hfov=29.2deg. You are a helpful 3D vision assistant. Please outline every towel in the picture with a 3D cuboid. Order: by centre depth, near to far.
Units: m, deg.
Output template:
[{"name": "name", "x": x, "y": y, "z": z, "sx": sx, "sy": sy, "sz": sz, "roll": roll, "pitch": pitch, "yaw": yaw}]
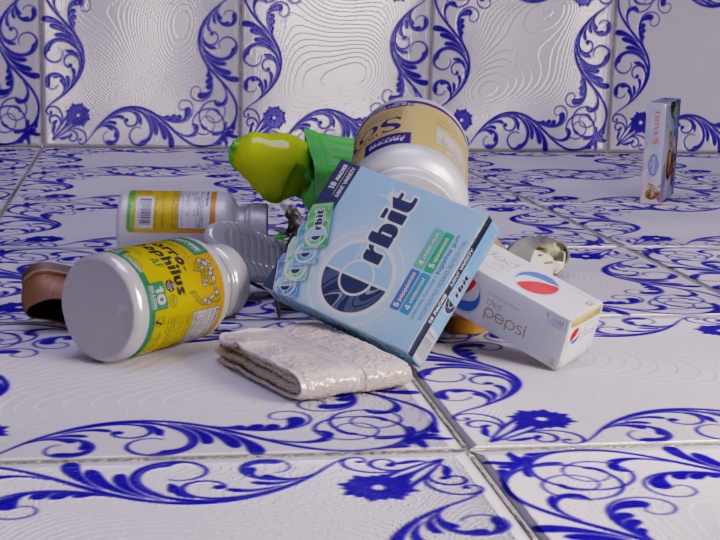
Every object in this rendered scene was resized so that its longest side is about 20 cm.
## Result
[{"name": "towel", "x": -0.052, "y": 0.086, "z": 1.374, "sx": 0.132, "sy": 0.035, "sz": 0.200, "roll": -6, "pitch": 13, "yaw": -31}]

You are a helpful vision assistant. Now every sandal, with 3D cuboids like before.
[{"name": "sandal", "x": -0.127, "y": -0.006, "z": 1.756, "sx": 0.050, "sy": 0.083, "sz": 0.202, "roll": -38, "pitch": -35, "yaw": 29}]

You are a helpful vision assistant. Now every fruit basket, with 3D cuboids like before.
[{"name": "fruit basket", "x": -0.078, "y": -0.117, "z": 1.885, "sx": 0.215, "sy": 0.156, "sz": 0.216, "roll": -3, "pitch": 20, "yaw": 1}]

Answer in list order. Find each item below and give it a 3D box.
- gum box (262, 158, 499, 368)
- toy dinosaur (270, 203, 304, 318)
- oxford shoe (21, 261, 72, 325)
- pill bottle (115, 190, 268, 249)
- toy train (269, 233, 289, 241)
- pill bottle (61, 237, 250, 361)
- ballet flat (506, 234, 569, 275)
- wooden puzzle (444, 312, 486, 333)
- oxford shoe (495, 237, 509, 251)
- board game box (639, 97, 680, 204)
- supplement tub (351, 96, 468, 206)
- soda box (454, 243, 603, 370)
[{"name": "gum box", "x": 0.020, "y": -0.011, "z": 1.461, "sx": 0.200, "sy": 0.170, "sz": 0.045, "roll": 23, "pitch": -15, "yaw": 32}, {"name": "toy dinosaur", "x": -0.068, "y": -0.001, "z": 1.698, "sx": 0.077, "sy": 0.201, "sz": 0.102, "roll": 25, "pitch": -41, "yaw": -19}, {"name": "oxford shoe", "x": -0.282, "y": 0.041, "z": 1.556, "sx": 0.199, "sy": 0.072, "sz": 0.071, "roll": 2, "pitch": 40, "yaw": -10}, {"name": "pill bottle", "x": -0.226, "y": -0.052, "z": 1.877, "sx": 0.199, "sy": 0.112, "sz": 0.111, "roll": 1, "pitch": 11, "yaw": -2}, {"name": "toy train", "x": -0.069, "y": -0.021, "z": 1.934, "sx": 0.056, "sy": 0.042, "sz": 0.200, "roll": -20, "pitch": 22, "yaw": -38}, {"name": "pill bottle", "x": -0.209, "y": 0.025, "z": 1.463, "sx": 0.112, "sy": 0.113, "sz": 0.200, "roll": 8, "pitch": 12, "yaw": 32}, {"name": "ballet flat", "x": 0.239, "y": -0.012, "z": 1.860, "sx": 0.063, "sy": 0.068, "sz": 0.200, "roll": 13, "pitch": 14, "yaw": 20}, {"name": "wooden puzzle", "x": 0.067, "y": 0.045, "z": 1.596, "sx": 0.185, "sy": 0.047, "sz": 0.200, "roll": -3, "pitch": 7, "yaw": -26}, {"name": "oxford shoe", "x": 0.171, "y": -0.011, "z": 1.723, "sx": 0.199, "sy": 0.074, "sz": 0.071, "roll": 18, "pitch": -8, "yaw": -21}, {"name": "board game box", "x": 0.606, "y": -0.244, "z": 2.783, "sx": 0.041, "sy": 0.201, "sz": 0.199, "roll": 6, "pitch": 12, "yaw": 20}, {"name": "supplement tub", "x": 0.057, "y": -0.105, "z": 1.643, "sx": 0.145, "sy": 0.146, "sz": 0.200, "roll": 2, "pitch": 31, "yaw": 3}, {"name": "soda box", "x": 0.154, "y": 0.025, "z": 1.469, "sx": 0.200, "sy": 0.064, "sz": 0.068, "roll": 31, "pitch": 34, "yaw": 30}]
